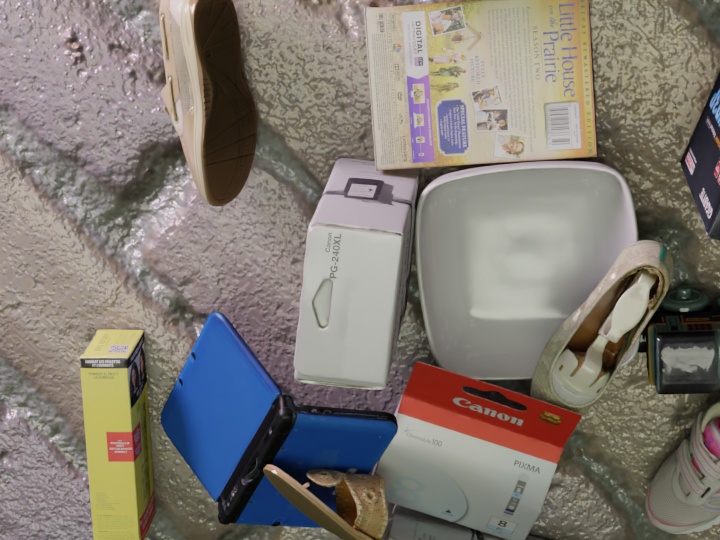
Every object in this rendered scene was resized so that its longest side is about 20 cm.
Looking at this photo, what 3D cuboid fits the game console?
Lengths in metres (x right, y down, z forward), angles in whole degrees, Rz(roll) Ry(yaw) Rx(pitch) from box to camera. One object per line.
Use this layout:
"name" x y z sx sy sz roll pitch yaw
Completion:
"game console" -0.080 0.143 1.660 0.170 0.119 0.200 6 143 -21

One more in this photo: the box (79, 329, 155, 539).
"box" -0.233 0.162 1.704 0.050 0.075 0.201 1 108 5

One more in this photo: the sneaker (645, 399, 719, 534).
"sneaker" 0.328 0.165 1.619 0.200 0.088 0.082 -49 54 23

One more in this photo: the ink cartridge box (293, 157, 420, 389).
"ink cartridge box" 0.000 0.000 1.554 0.083 0.200 0.146 7 110 4

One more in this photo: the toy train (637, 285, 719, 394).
"toy train" 0.345 0.067 1.587 0.199 0.114 0.086 -1 110 6

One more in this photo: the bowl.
"bowl" 0.152 -0.008 1.603 0.198 0.075 0.201 -4 110 7

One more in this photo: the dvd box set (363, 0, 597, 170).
"dvd box set" 0.107 -0.168 1.565 0.199 0.029 0.147 -4 100 8

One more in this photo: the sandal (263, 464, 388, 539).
"sandal" 0.005 0.223 1.630 0.212 0.078 0.070 44 73 -15

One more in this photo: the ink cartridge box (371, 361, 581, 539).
"ink cartridge box" 0.102 0.171 1.631 0.159 0.047 0.200 18 147 1

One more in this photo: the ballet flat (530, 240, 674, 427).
"ballet flat" 0.207 0.061 1.549 0.067 0.062 0.201 27 110 -4

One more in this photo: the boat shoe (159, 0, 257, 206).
"boat shoe" -0.143 -0.157 1.592 0.065 0.072 0.201 15 121 39

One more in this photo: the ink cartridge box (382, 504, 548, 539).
"ink cartridge box" 0.107 0.325 1.718 0.199 0.084 0.147 14 110 2

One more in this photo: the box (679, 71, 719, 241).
"box" 0.328 -0.124 1.477 0.046 0.200 0.160 19 111 -4
